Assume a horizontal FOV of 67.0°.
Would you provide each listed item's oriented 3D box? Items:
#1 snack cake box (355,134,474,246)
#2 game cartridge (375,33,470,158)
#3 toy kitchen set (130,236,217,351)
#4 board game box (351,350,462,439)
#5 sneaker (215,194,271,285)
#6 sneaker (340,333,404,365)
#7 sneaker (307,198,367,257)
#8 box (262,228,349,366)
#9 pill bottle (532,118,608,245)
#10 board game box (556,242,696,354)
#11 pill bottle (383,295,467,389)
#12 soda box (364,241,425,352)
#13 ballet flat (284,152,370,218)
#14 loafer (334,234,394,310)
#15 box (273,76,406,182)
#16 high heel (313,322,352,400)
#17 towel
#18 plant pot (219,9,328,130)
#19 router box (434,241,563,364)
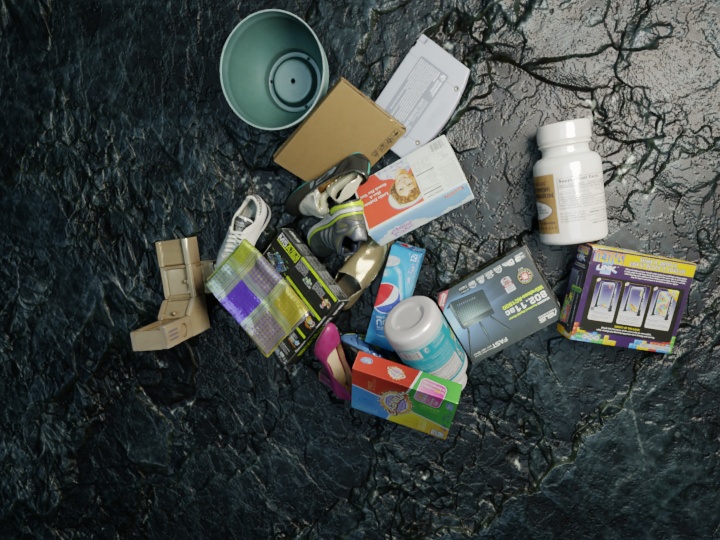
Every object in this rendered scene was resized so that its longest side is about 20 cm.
[{"bbox_3d":[0.095,-0.145,1.007,0.198,0.067,0.116,-26,62,15],"label":"snack cake box"},{"bbox_3d":[0.107,-0.316,1.020,0.133,0.040,0.201,40,106,8],"label":"game cartridge"},{"bbox_3d":[-0.358,0.038,1.111,0.160,0.180,0.203,-6,97,13],"label":"toy kitchen set"},{"bbox_3d":[0.081,0.238,1.026,0.197,0.041,0.154,16,141,12],"label":"board game box"},{"bbox_3d":[-0.248,-0.058,1.097,0.075,0.081,0.203,19,86,2],"label":"sneaker"},{"bbox_3d":[0.036,0.198,1.099,0.198,0.071,0.083,35,107,7],"label":"sneaker"},{"bbox_3d":[-0.045,-0.059,1.028,0.073,0.200,0.082,-9,75,-25],"label":"sneaker"},{"bbox_3d":[-0.144,0.053,1.095,0.194,0.047,0.200,-49,68,19],"label":"box"},{"bbox_3d":[0.361,-0.152,0.945,0.112,0.114,0.203,-7,97,14],"label":"pill bottle"},{"bbox_3d":[0.463,0.048,0.954,0.197,0.057,0.168,9,100,-8],"label":"board game box"},{"bbox_3d":[0.132,0.151,1.023,0.110,0.112,0.201,-24,124,15],"label":"pill bottle"},{"bbox_3d":[0.068,0.049,1.070,0.063,0.068,0.203,17,102,10],"label":"soda box"},{"bbox_3d":[-0.064,-0.146,1.019,0.199,0.068,0.069,-33,49,23],"label":"ballet flat"},{"bbox_3d":[0.000,0.000,1.078,0.075,0.067,0.202,32,105,6],"label":"loafer"},{"bbox_3d":[-0.039,-0.234,1.001,0.162,0.021,0.200,27,125,-34],"label":"box"},{"bbox_3d":[-0.037,0.183,1.079,0.095,0.068,0.201,26,145,21],"label":"high heel"},{"bbox_3d":[-0.202,0.055,1.058,0.143,0.023,0.201,-41,88,21],"label":"towel"},{"bbox_3d":[-0.143,-0.363,1.019,0.197,0.134,0.204,2,100,13],"label":"plant pot"},{"bbox_3d":[0.260,0.062,1.029,0.199,0.062,0.151,-32,92,16],"label":"router box"}]
